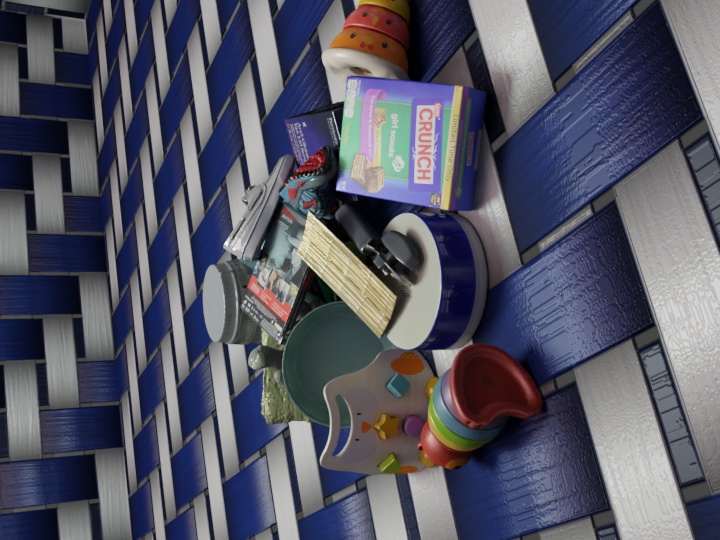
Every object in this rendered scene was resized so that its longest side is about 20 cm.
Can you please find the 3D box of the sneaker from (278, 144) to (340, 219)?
[{"bbox_3d":[-0.059,-0.130,1.390,0.096,0.079,0.200,45,165,-7],"label":"sneaker"}]

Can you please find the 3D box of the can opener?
[{"bbox_3d":[0.029,-0.047,1.304,0.067,0.053,0.200,-46,40,8],"label":"can opener"}]

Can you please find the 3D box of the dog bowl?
[{"bbox_3d":[0.097,0.016,1.293,0.199,0.078,0.203,-1,89,62],"label":"dog bowl"}]

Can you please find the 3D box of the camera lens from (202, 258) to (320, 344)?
[{"bbox_3d":[-0.185,0.057,1.690,0.160,0.198,0.162,12,104,63],"label":"camera lens"}]

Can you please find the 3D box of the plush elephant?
[{"bbox_3d":[-0.065,0.134,1.499,0.154,0.200,0.166,-8,47,59],"label":"plush elephant"}]

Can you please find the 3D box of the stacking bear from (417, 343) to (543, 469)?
[{"bbox_3d":[0.139,0.197,1.190,0.201,0.120,0.115,114,143,-49],"label":"stacking bear"}]

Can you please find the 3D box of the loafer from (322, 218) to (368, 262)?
[{"bbox_3d":[-0.052,-0.046,1.590,0.200,0.062,0.073,50,131,51],"label":"loafer"}]

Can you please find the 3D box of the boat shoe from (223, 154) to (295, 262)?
[{"bbox_3d":[-0.172,-0.116,1.515,0.074,0.065,0.202,107,-174,-75],"label":"boat shoe"}]

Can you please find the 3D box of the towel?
[{"bbox_3d":[-0.108,0.180,1.618,0.036,0.146,0.203,-106,16,-86],"label":"towel"}]

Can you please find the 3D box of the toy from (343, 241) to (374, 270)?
[{"bbox_3d":[0.000,0.000,1.429,0.116,0.047,0.200,55,177,19],"label":"toy"}]

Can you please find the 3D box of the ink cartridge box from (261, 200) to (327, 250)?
[{"bbox_3d":[-0.122,-0.057,1.595,0.200,0.067,0.116,35,141,55],"label":"ink cartridge box"}]

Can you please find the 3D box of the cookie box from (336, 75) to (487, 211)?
[{"bbox_3d":[0.070,-0.184,1.272,0.198,0.075,0.174,13,102,34],"label":"cookie box"}]

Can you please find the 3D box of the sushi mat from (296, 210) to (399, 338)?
[{"bbox_3d":[-0.021,0.006,1.326,0.200,0.012,0.096,45,138,20],"label":"sushi mat"}]

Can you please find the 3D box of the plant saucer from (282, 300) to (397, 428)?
[{"bbox_3d":[-0.029,0.149,1.419,0.036,0.197,0.203,-173,84,-78],"label":"plant saucer"}]

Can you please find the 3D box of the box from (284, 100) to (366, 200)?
[{"bbox_3d":[-0.026,-0.199,1.458,0.199,0.103,0.150,8,117,63],"label":"box"}]

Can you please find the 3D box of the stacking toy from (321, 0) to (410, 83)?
[{"bbox_3d":[0.030,-0.396,1.403,0.146,0.145,0.202,9,82,61],"label":"stacking toy"}]

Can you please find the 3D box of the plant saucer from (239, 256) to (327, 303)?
[{"bbox_3d":[-0.131,0.020,1.601,0.019,0.199,0.070,-59,2,4],"label":"plant saucer"}]

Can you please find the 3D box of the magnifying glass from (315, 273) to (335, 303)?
[{"bbox_3d":[-0.057,0.016,1.523,0.201,0.022,0.079,53,150,-12],"label":"magnifying glass"}]

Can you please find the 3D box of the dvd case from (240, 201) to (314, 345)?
[{"bbox_3d":[-0.128,0.002,1.473,0.146,0.022,0.202,35,108,48],"label":"dvd case"}]

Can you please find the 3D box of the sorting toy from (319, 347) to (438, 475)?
[{"bbox_3d":[0.021,0.226,1.326,0.107,0.178,0.203,14,102,61],"label":"sorting toy"}]
